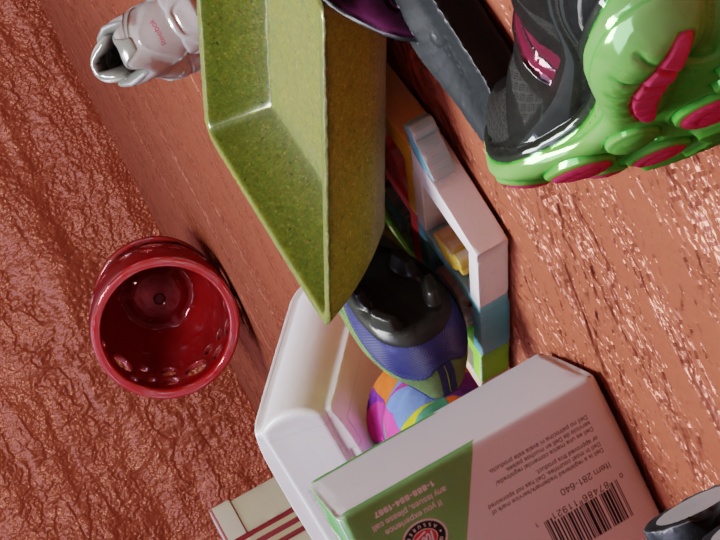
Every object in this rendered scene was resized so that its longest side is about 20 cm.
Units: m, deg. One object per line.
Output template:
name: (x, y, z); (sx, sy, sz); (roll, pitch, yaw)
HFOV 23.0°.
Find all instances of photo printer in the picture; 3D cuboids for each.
photo printer: (0.001, 0.100, 1.204); (0.167, 0.069, 0.200); (61, -158, -26)

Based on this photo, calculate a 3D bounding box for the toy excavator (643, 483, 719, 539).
toy excavator: (0.092, 0.174, 0.710); (0.100, 0.200, 0.194); (63, 171, 0)

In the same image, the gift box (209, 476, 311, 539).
gift box: (-0.115, 0.421, 2.625); (0.200, 0.186, 0.185); (59, 171, 26)

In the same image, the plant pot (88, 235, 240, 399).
plant pot: (-0.272, 0.052, 2.414); (0.183, 0.200, 0.201); (-119, 4, -69)

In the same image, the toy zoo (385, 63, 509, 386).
toy zoo: (0.040, -0.029, 0.971); (0.131, 0.020, 0.200); (58, 170, 27)

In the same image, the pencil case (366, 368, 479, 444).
pencil case: (0.062, 0.122, 1.031); (0.200, 0.088, 0.089); (-116, 2, -62)

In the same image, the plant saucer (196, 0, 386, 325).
plant saucer: (-0.035, -0.109, 0.948); (0.200, 0.048, 0.200); (-124, 26, -45)

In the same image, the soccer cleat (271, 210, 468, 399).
soccer cleat: (-0.001, 0.001, 1.017); (0.200, 0.065, 0.084); (52, 169, 47)

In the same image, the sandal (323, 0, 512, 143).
sandal: (0.005, -0.132, 0.775); (0.201, 0.048, 0.075); (57, 170, 25)

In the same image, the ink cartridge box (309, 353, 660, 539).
ink cartridge box: (0.086, 0.167, 0.897); (0.200, 0.145, 0.084); (63, 171, -10)

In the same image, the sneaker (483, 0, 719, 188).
sneaker: (0.077, -0.076, 0.521); (0.200, 0.077, 0.084); (127, 132, -77)

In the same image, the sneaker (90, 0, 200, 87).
sneaker: (-0.182, -0.191, 1.480); (0.078, 0.099, 0.200); (62, 171, -1)
